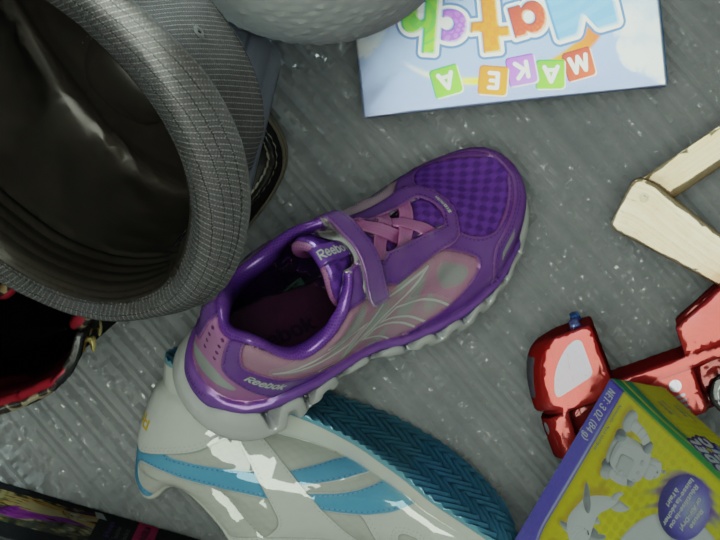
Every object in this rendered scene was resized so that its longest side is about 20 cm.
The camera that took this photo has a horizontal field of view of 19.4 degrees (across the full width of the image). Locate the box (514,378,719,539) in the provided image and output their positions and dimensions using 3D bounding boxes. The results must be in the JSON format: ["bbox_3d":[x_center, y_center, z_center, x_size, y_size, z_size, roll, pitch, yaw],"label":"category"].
[{"bbox_3d":[0.155,0.152,0.938,0.200,0.048,0.118,44,113,41],"label":"box"}]

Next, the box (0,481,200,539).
[{"bbox_3d":[-0.159,0.183,1.047,0.199,0.106,0.123,15,96,5],"label":"box"}]

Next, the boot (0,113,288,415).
[{"bbox_3d":[-0.125,-0.004,1.002,0.200,0.151,0.073,-30,99,9],"label":"boot"}]

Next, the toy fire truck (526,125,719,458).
[{"bbox_3d":[0.166,-0.002,1.027,0.199,0.049,0.142,-19,92,8],"label":"toy fire truck"}]

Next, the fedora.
[{"bbox_3d":[-0.117,-0.076,0.850,0.200,0.090,0.177,34,135,5],"label":"fedora"}]

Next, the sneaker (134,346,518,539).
[{"bbox_3d":[-0.017,0.110,1.048,0.199,0.076,0.081,24,104,11],"label":"sneaker"}]

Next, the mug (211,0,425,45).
[{"bbox_3d":[-0.049,-0.168,0.908,0.199,0.175,0.148,-10,95,4],"label":"mug"}]

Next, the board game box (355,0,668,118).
[{"bbox_3d":[0.066,-0.181,1.029,0.151,0.037,0.201,-6,95,6],"label":"board game box"}]

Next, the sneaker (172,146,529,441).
[{"bbox_3d":[0.000,0.000,0.998,0.200,0.089,0.081,-33,67,-17],"label":"sneaker"}]

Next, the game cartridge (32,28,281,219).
[{"bbox_3d":[-0.144,-0.068,0.954,0.199,0.041,0.134,10,54,1],"label":"game cartridge"}]
